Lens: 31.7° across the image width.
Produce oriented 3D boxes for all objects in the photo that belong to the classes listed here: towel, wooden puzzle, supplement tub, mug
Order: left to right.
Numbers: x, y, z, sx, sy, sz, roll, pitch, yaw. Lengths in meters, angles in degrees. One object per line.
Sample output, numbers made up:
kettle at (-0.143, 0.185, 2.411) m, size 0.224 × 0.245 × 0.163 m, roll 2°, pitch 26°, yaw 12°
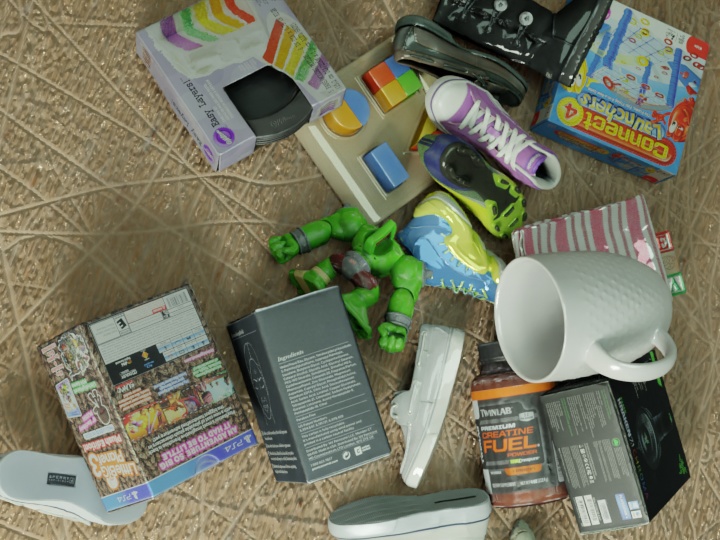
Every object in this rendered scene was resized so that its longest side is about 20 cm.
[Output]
wooden puzzle at (0.033, -0.180, 1.587) m, size 0.200 × 0.046 × 0.185 m, roll -36°, pitch 94°, yaw -19°
supplement tub at (0.193, 0.184, 1.554) m, size 0.107 × 0.107 × 0.201 m, roll -7°, pitch 84°, yaw -18°
towel at (0.293, -0.005, 1.590) m, size 0.199 × 0.030 × 0.147 m, roll -15°, pitch 88°, yaw -19°
mug at (0.280, 0.062, 1.468) m, size 0.175 × 0.200 × 0.148 m, roll -5°, pitch 123°, yaw -26°

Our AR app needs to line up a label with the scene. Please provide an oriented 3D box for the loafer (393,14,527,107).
loafer at (0.122, -0.247, 1.601) m, size 0.200 × 0.072 × 0.063 m, roll 26°, pitch 65°, yaw -24°

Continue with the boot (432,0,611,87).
boot at (0.212, -0.345, 1.629) m, size 0.200 × 0.066 × 0.165 m, roll 26°, pitch 76°, yaw 11°

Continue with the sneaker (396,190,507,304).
sneaker at (0.122, 0.003, 1.586) m, size 0.105 × 0.076 × 0.200 m, roll -39°, pitch 95°, yaw 0°

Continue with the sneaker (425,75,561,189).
sneaker at (0.174, -0.166, 1.557) m, size 0.200 × 0.114 × 0.073 m, roll 31°, pitch 95°, yaw -34°

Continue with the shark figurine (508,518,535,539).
shark figurine at (0.146, 0.402, 1.527) m, size 0.214 × 0.090 × 0.128 m, roll -22°, pitch 55°, yaw -27°

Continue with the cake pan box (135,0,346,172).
cake pan box at (-0.142, -0.236, 1.515) m, size 0.184 × 0.052 × 0.200 m, roll -29°, pitch 76°, yaw -17°

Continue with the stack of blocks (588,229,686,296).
stack of blocks at (0.316, 0.027, 1.639) m, size 0.199 × 0.059 × 0.116 m, roll -14°, pitch 87°, yaw -19°

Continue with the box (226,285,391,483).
box at (-0.062, 0.133, 1.458) m, size 0.107 × 0.148 × 0.201 m, roll -18°, pitch 88°, yaw -19°

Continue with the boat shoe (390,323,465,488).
boat shoe at (0.072, 0.161, 1.543) m, size 0.068 × 0.072 × 0.201 m, roll 15°, pitch 84°, yaw 7°

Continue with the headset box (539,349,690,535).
headset box at (0.316, 0.204, 1.549) m, size 0.200 × 0.093 × 0.175 m, roll -15°, pitch 89°, yaw -60°

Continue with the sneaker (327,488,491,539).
sneaker at (0.061, 0.311, 1.514) m, size 0.199 × 0.073 × 0.071 m, roll -4°, pitch 106°, yaw -8°

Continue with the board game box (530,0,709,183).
board game box at (0.347, -0.244, 1.690) m, size 0.199 × 0.056 × 0.196 m, roll 20°, pitch 76°, yaw -14°

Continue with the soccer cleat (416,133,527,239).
soccer cleat at (0.141, -0.108, 1.579) m, size 0.065 × 0.084 × 0.200 m, roll -52°, pitch 134°, yaw -3°

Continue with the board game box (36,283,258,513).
board game box at (-0.233, 0.139, 1.401) m, size 0.159 × 0.097 × 0.200 m, roll -22°, pitch 88°, yaw -46°

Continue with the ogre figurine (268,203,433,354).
ogre figurine at (0.000, 0.000, 1.520) m, size 0.200 × 0.098 × 0.120 m, roll 31°, pitch 64°, yaw 32°

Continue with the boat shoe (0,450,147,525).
boat shoe at (-0.335, 0.241, 1.400) m, size 0.202 × 0.086 × 0.075 m, roll 18°, pitch 70°, yaw -44°
